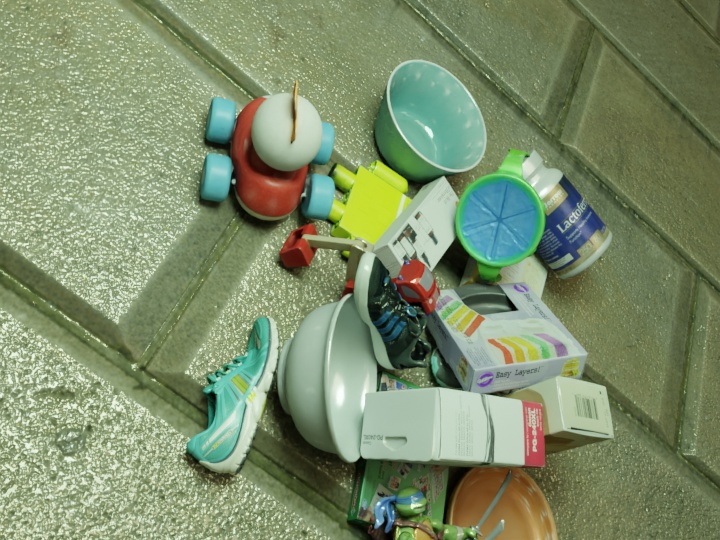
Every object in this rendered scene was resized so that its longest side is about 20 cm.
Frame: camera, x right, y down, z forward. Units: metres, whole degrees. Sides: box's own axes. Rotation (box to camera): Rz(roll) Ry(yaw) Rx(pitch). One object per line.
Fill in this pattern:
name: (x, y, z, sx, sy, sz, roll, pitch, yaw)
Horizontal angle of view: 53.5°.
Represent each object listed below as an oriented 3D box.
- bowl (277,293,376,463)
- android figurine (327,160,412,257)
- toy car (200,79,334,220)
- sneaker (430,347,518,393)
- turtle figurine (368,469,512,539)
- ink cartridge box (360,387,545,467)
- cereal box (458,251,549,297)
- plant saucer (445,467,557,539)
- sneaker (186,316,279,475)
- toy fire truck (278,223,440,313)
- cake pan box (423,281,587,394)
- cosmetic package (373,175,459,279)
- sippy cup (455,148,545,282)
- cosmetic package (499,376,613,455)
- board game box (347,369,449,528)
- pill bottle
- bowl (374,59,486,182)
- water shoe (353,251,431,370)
bowl: (-0.046, 0.133, 0.894, 0.201, 0.088, 0.208, -2, 90, -74)
android figurine: (0.028, -0.079, 1.102, 0.197, 0.041, 0.185, 31, 54, -16)
toy car: (-0.103, -0.185, 0.947, 0.179, 0.200, 0.182, 9, 62, -20)
sneaker: (0.196, 0.136, 1.077, 0.195, 0.091, 0.080, 5, 64, -31)
turtle figurine: (0.112, 0.360, 0.850, 0.194, 0.144, 0.201, -3, 95, -7)
ink cartridge box: (0.117, 0.202, 0.905, 0.196, 0.143, 0.086, 16, 70, -37)
cereal box: (0.252, -0.009, 1.216, 0.143, 0.039, 0.203, 37, 52, -14)
plant saucer: (0.194, 0.373, 1.000, 0.196, 0.037, 0.206, 14, 62, -28)
sneaker: (-0.148, 0.139, 0.864, 0.078, 0.078, 0.204, 21, 55, -8)
toy fire truck: (0.000, 0.000, 0.976, 0.143, 0.195, 0.049, 61, 39, -34)
cake pan box: (0.201, 0.091, 1.042, 0.179, 0.054, 0.201, -2, 32, -16)
cosmetic package: (0.093, -0.054, 1.074, 0.083, 0.050, 0.201, 55, 45, -16)
sippy cup: (0.223, -0.084, 1.106, 0.140, 0.178, 0.130, 49, 21, 6)
cosmetic package: (0.240, 0.215, 0.999, 0.103, 0.199, 0.073, 13, 61, -28)
board game box: (0.061, 0.256, 0.972, 0.132, 0.029, 0.204, 27, 56, -21)
pill bottle: (0.320, -0.096, 1.205, 0.201, 0.115, 0.116, 48, 51, -4)
bowl: (0.101, -0.228, 1.178, 0.196, 0.105, 0.206, 15, 60, -27)
water shoe: (0.047, 0.052, 0.921, 0.203, 0.077, 0.073, 70, 29, -46)
